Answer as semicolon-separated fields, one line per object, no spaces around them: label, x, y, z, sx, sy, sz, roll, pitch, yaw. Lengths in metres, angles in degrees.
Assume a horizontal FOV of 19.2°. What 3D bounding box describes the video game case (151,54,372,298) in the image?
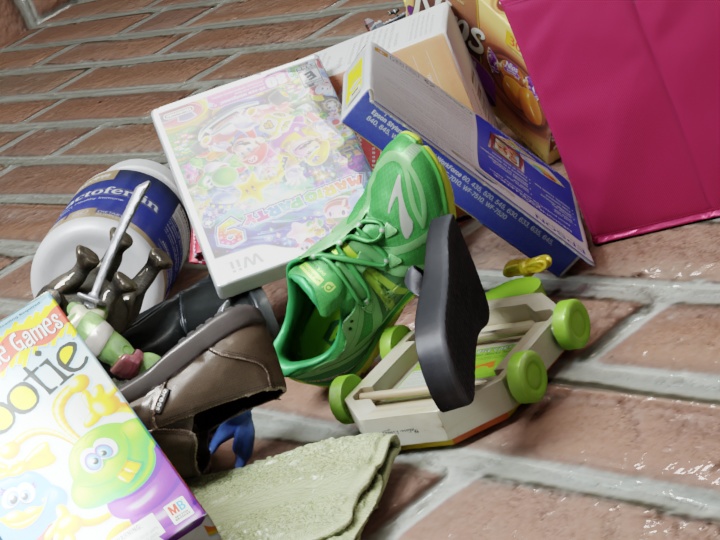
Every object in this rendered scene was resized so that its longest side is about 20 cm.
video game case;-0.068;-0.076;1.628;0.142;0.018;0.201;-19;50;-6

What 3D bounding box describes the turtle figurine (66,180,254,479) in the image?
turtle figurine;-0.170;0.082;1.472;0.193;0.201;0.144;-27;-17;4

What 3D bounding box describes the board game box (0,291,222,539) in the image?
board game box;-0.163;0.127;1.223;0.103;0.105;0.200;-33;52;-11

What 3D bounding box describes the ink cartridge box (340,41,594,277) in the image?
ink cartridge box;0.074;-0.076;1.541;0.047;0.197;0.200;-51;10;17

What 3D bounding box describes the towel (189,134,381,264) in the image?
towel;-0.031;-0.068;1.667;0.198;0.023;0.146;1;65;4

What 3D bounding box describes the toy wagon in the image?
toy wagon;0.077;0.052;1.405;0.154;0.040;0.200;-9;22;37

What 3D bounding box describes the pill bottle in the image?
pill bottle;-0.210;-0.022;1.857;0.115;0.116;0.200;-19;18;13

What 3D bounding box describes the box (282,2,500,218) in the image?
box;0.008;-0.108;1.766;0.199;0.153;0.106;-21;18;11

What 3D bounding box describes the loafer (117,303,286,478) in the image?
loafer;-0.129;0.105;1.349;0.200;0.071;0.073;-39;-15;1

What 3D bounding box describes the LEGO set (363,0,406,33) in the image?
LEGO set;0.078;-0.206;1.958;0.199;0.116;0.154;-29;-3;-8

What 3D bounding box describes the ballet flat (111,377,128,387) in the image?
ballet flat;-0.249;0.130;1.538;0.199;0.072;0.072;-26;17;5

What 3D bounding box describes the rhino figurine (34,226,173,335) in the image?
rhino figurine;-0.205;0.029;1.536;0.088;0.060;0.200;-52;-5;17

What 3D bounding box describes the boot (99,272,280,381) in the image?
boot;-0.165;0.071;1.613;0.199;0.066;0.165;-25;11;-13

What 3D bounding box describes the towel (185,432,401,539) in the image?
towel;-0.076;0.157;1.302;0.199;0.037;0.149;-17;18;19

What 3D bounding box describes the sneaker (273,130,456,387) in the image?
sneaker;0.000;0.000;1.446;0.074;0.201;0.083;40;26;30

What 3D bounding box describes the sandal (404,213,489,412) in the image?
sandal;0.046;0.022;1.335;0.043;0.077;0.200;-17;18;14

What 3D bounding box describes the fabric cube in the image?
fabric cube;0.248;-0.165;1.551;0.199;0.200;0.196;-13;19;29

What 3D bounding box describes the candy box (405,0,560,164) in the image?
candy box;0.117;-0.197;1.785;0.056;0.117;0.200;-31;58;-22
